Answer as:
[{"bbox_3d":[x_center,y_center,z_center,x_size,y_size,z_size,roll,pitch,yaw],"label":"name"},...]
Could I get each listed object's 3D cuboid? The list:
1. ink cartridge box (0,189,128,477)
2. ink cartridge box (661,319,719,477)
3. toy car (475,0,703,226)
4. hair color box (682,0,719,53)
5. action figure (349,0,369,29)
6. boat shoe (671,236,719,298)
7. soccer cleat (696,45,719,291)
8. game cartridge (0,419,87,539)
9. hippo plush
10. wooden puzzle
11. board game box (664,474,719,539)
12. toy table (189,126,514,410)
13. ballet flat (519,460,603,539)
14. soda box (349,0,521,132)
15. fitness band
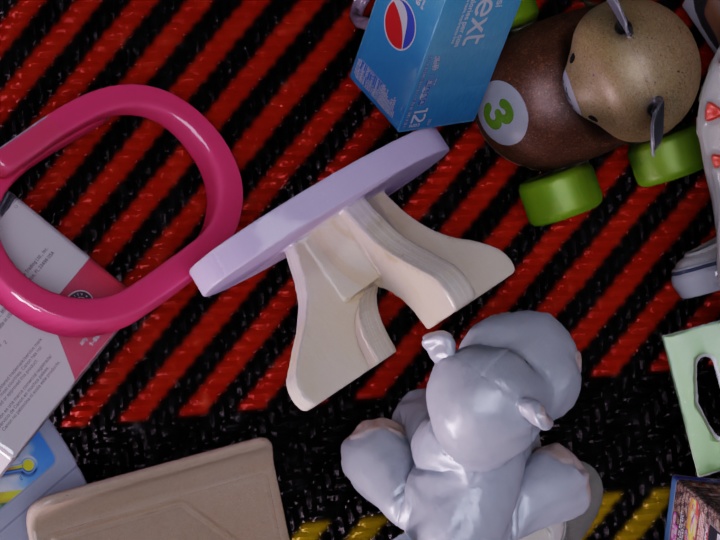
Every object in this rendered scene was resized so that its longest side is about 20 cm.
[{"bbox_3d":[-0.271,0.019,1.342,0.200,0.084,0.145,39,63,-4],"label":"ink cartridge box"},{"bbox_3d":[0.311,0.066,1.407,0.199,0.059,0.104,-15,95,-1],"label":"ink cartridge box"},{"bbox_3d":[0.156,-0.123,1.316,0.157,0.200,0.165,-20,95,-1],"label":"toy car"},{"bbox_3d":[0.299,-0.132,1.331,0.061,0.102,0.200,-23,70,-19],"label":"hair color box"},{"bbox_3d":[0.069,-0.259,1.342,0.200,0.134,0.149,-30,118,-15],"label":"action figure"},{"bbox_3d":[0.292,-0.057,1.390,0.202,0.075,0.086,-26,95,-3],"label":"boat shoe"},{"bbox_3d":[0.254,-0.062,1.313,0.069,0.078,0.201,0,97,16],"label":"soccer cleat"},{"bbox_3d":[-0.275,0.128,1.376,0.133,0.040,0.200,-41,89,-24],"label":"game cartridge"},{"bbox_3d":[0.062,0.100,1.324,0.159,0.200,0.161,28,131,28],"label":"hippo plush"},{"bbox_3d":[-0.127,0.229,1.388,0.185,0.037,0.201,-13,97,-29],"label":"wooden puzzle"},{"bbox_3d":[0.263,0.234,1.348,0.097,0.200,0.160,6,95,-4],"label":"board game box"},{"bbox_3d":[0.000,0.000,1.340,0.200,0.184,0.117,-32,87,-16],"label":"toy table"},{"bbox_3d":[0.086,0.202,1.407,0.200,0.064,0.067,-32,95,0],"label":"ballet flat"},{"bbox_3d":[0.062,-0.188,1.295,0.068,0.064,0.200,-10,137,-35],"label":"soda box"},{"bbox_3d":[-0.167,-0.040,1.345,0.200,0.037,0.144,-38,89,-35],"label":"fitness band"}]
